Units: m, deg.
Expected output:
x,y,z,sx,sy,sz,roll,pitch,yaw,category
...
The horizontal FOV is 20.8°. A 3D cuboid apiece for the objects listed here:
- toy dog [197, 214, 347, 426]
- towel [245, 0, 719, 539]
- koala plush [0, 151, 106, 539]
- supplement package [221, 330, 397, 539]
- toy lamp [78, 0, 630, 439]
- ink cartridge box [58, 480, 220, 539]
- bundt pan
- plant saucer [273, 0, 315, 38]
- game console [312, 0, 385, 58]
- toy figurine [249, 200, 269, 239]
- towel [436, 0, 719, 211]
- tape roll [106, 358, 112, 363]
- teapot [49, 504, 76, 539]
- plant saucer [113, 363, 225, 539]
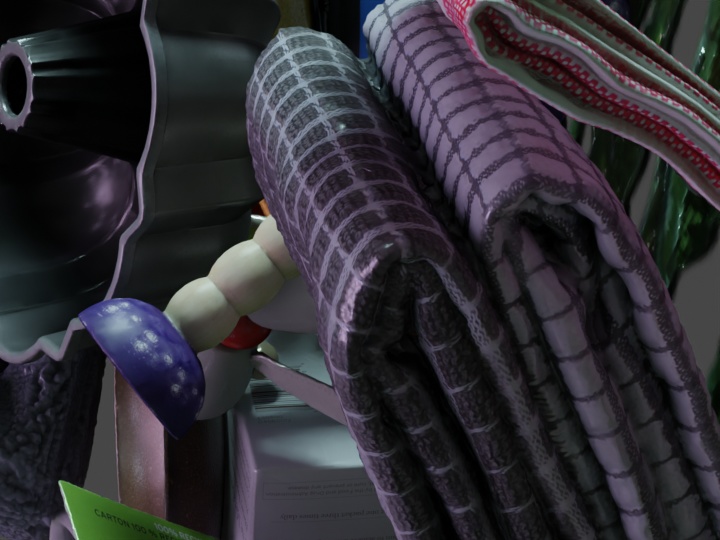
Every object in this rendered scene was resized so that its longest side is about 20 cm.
x,y,z,sx,sy,sz,roll,pitch,yaw,category
0.000,0.000,0.743,0.200,0.096,0.133,-3,87,56,toy dog
0.037,0.038,0.543,0.166,0.085,0.201,-118,4,-64,towel
-0.210,0.010,0.854,0.177,0.199,0.185,107,173,-77,koala plush
-0.006,0.132,0.873,0.114,0.109,0.201,-110,20,-57,supplement package
0.001,-0.031,0.629,0.058,0.200,0.058,50,174,8,toy lamp
0.005,0.134,0.599,0.076,0.148,0.200,-44,47,17,ink cartridge box
-0.096,-0.068,0.724,0.201,0.075,0.203,7,99,52,bundt pan
-0.026,-0.174,0.843,0.200,0.048,0.201,-63,-27,-46,plant saucer
0.043,-0.098,0.813,0.171,0.118,0.201,-36,-51,-66,game console
-0.031,-0.001,0.986,0.200,0.150,0.185,67,180,-53,toy figurine
0.055,-0.047,0.472,0.030,0.146,0.200,-52,22,9,towel
-0.117,-0.058,1.157,0.203,0.202,0.140,100,162,-48,tape roll
-0.068,0.219,0.769,0.201,0.197,0.146,-66,16,-18,teapot
-0.089,0.072,0.904,0.200,0.032,0.201,180,90,-77,plant saucer
